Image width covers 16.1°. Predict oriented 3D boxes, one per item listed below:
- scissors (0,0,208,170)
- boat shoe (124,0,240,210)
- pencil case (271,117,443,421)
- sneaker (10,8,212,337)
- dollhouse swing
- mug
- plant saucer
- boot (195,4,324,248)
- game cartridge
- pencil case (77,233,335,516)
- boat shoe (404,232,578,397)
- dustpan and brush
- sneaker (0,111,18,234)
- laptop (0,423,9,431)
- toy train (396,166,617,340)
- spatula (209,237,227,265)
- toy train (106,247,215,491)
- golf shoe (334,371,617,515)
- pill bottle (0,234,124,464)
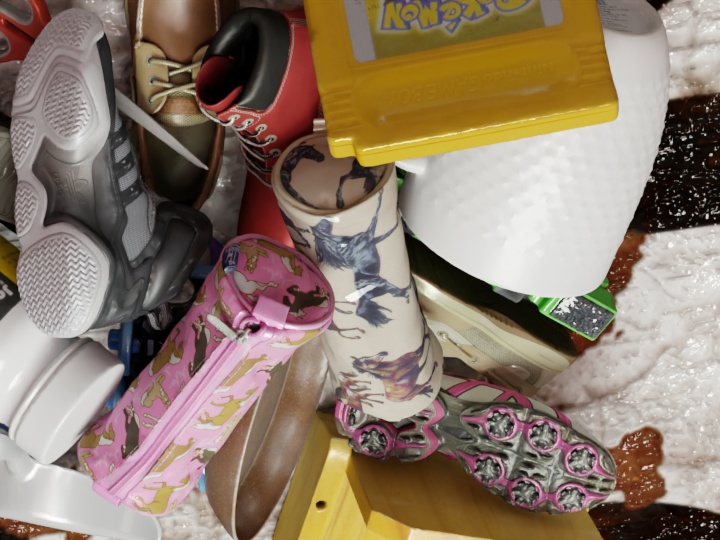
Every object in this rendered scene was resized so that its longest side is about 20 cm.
[{"bbox_3d":[-0.175,-0.131,1.594,0.199,0.014,0.073,28,128,13],"label":"scissors"},{"bbox_3d":[-0.112,-0.119,1.629,0.075,0.074,0.201,-3,125,-5],"label":"boat shoe"},{"bbox_3d":[0.000,0.000,1.627,0.077,0.090,0.201,-15,132,1],"label":"pencil case"},{"bbox_3d":[-0.153,-0.058,1.579,0.113,0.075,0.201,4,86,-45],"label":"sneaker"},{"bbox_3d":[0.059,0.205,1.809,0.199,0.176,0.182,10,123,-15],"label":"dollhouse swing"},{"bbox_3d":[0.097,-0.101,1.621,0.199,0.148,0.176,13,119,-17],"label":"mug"},{"bbox_3d":[-0.061,0.085,1.716,0.034,0.200,0.201,17,124,10],"label":"plant saucer"},{"bbox_3d":[-0.068,-0.079,1.617,0.144,0.072,0.201,-15,130,-51],"label":"boot"},{"bbox_3d":[0.053,-0.167,1.547,0.175,0.201,0.032,-11,153,0],"label":"game cartridge"},{"bbox_3d":[-0.097,0.068,1.581,0.086,0.083,0.200,5,136,-41],"label":"pencil case"},{"bbox_3d":[0.059,0.031,1.756,0.200,0.072,0.065,30,115,-30],"label":"boat shoe"},{"bbox_3d":[-0.221,0.141,1.715,0.139,0.200,0.058,10,83,16],"label":"dustpan and brush"},{"bbox_3d":[-0.224,-0.070,1.662,0.075,0.106,0.200,-54,145,2],"label":"sneaker"},{"bbox_3d":[-0.325,0.114,1.744,0.186,0.200,0.117,5,90,-10],"label":"laptop"},{"bbox_3d":[0.092,-0.011,1.737,0.199,0.057,0.042,27,117,-23],"label":"toy train"},{"bbox_3d":[-0.061,-0.021,1.724,0.199,0.021,0.057,-23,125,25],"label":"spatula"},{"bbox_3d":[-0.129,0.063,1.715,0.086,0.115,0.201,5,133,-3],"label":"toy train"},{"bbox_3d":[0.086,0.106,1.767,0.199,0.092,0.073,19,111,9],"label":"golf shoe"},{"bbox_3d":[-0.250,0.030,1.610,0.200,0.111,0.112,38,117,7],"label":"pill bottle"}]
